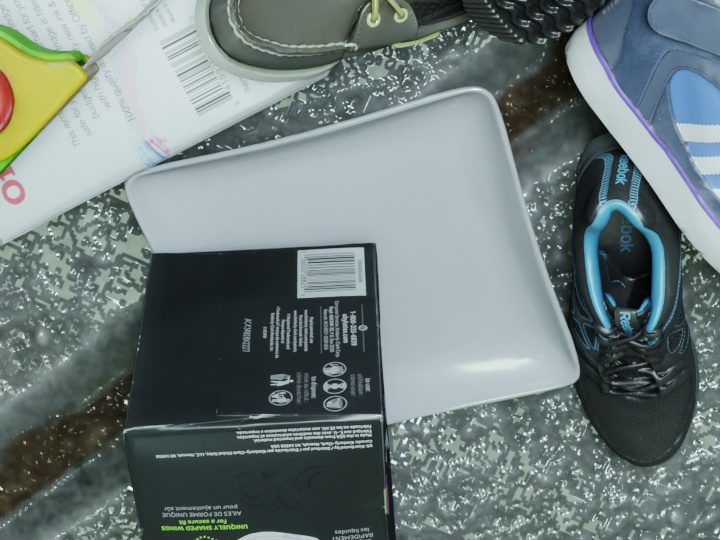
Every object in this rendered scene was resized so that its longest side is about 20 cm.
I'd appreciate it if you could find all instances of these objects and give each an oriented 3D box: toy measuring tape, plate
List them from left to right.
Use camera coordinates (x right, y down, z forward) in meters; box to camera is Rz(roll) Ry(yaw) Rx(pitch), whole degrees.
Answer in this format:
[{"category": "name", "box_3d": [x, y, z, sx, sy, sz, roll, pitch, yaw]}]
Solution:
[{"category": "toy measuring tape", "box_3d": [-0.160, -0.114, 0.814, 0.074, 0.074, 0.200, 44, 100, -7]}, {"category": "plate", "box_3d": [0.000, 0.000, 0.900, 0.199, 0.032, 0.200, -13, 125, 13]}]

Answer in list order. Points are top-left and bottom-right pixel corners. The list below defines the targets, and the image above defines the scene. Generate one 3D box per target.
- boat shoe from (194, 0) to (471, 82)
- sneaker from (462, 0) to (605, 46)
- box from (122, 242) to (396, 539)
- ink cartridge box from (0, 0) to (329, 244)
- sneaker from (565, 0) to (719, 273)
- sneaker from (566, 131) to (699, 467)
[{"category": "boat shoe", "box_3d": [0.009, -0.145, 0.839, 0.201, 0.060, 0.072, -21, 95, -37]}, {"category": "sneaker", "box_3d": [0.133, -0.186, 0.779, 0.200, 0.090, 0.070, -26, 131, 31]}, {"category": "box", "box_3d": [-0.044, 0.108, 0.868, 0.124, 0.149, 0.200, -2, 125, 1]}, {"category": "ink cartridge box", "box_3d": [-0.133, -0.127, 0.888, 0.200, 0.086, 0.148, -26, 100, 7]}, {"category": "sneaker", "box_3d": [0.212, -0.083, 0.821, 0.146, 0.081, 0.200, -36, 102, 33]}, {"category": "sneaker", "box_3d": [0.141, 0.028, 0.900, 0.073, 0.082, 0.200, -4, 117, 16]}]
